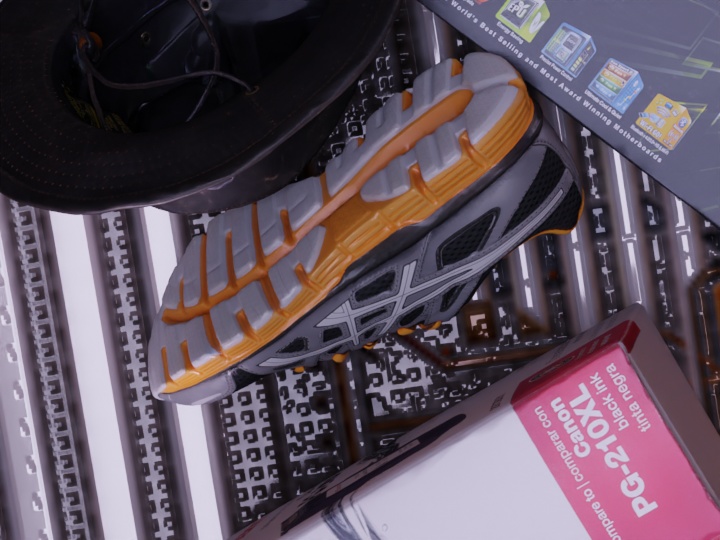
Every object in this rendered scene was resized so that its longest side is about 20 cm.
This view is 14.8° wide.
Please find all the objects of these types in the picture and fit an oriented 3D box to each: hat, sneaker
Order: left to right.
[{"bbox_3d":[-0.050,-0.076,1.062,0.201,0.201,0.081,-25,132,10],"label":"hat"},{"bbox_3d":[0.000,0.000,1.079,0.200,0.078,0.077,-33,129,23],"label":"sneaker"}]

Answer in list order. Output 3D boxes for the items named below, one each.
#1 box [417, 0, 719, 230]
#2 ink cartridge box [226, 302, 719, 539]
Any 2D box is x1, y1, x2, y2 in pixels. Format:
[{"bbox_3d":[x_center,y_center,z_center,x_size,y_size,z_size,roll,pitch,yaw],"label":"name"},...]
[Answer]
[{"bbox_3d":[0.143,-0.111,1.057,0.200,0.049,0.161,39,97,3],"label":"box"},{"bbox_3d":[0.036,0.102,1.046,0.200,0.145,0.084,-31,90,10],"label":"ink cartridge box"}]
